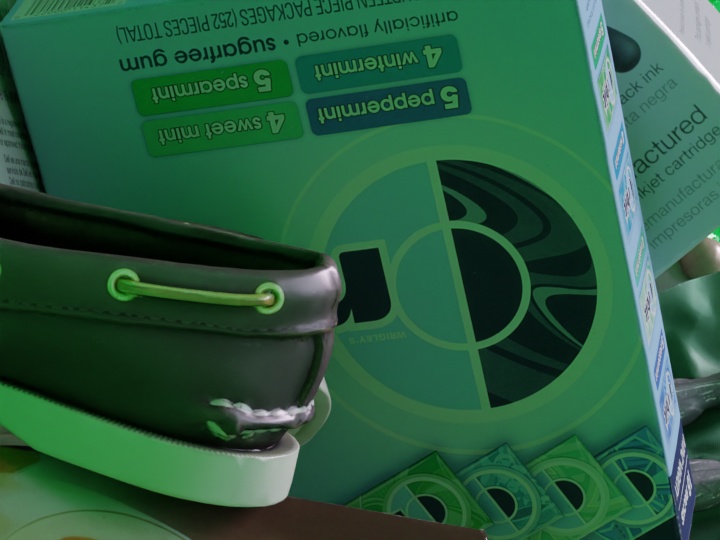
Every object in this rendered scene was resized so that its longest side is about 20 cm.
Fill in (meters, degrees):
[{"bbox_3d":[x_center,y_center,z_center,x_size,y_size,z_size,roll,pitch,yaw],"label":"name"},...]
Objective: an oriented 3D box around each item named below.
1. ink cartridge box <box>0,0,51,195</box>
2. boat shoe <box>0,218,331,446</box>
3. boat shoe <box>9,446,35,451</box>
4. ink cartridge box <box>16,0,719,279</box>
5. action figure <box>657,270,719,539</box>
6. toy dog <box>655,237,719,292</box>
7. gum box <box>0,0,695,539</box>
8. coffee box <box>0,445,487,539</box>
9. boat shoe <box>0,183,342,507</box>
[{"bbox_3d":[-0.149,-0.095,0.912,0.147,0.083,0.200,11,65,-80],"label":"ink cartridge box"},{"bbox_3d":[-0.102,0.009,0.802,0.072,0.200,0.060,-50,-139,44],"label":"boat shoe"},{"bbox_3d":[-0.109,0.075,0.901,0.200,0.074,0.060,46,29,-66],"label":"boat shoe"},{"bbox_3d":[0.015,-0.071,0.926,0.200,0.145,0.084,45,20,-13],"label":"ink cartridge box"},{"bbox_3d":[0.050,0.072,0.988,0.055,0.200,0.118,94,-20,-63],"label":"action figure"},{"bbox_3d":[0.063,-0.055,1.037,0.200,0.096,0.132,22,48,-36],"label":"toy dog"},{"bbox_3d":[0.000,0.000,0.885,0.045,0.170,0.200,-69,149,-62],"label":"gum box"},{"bbox_3d":[-0.069,0.108,0.674,0.114,0.200,0.080,-98,-152,-42],"label":"coffee box"},{"bbox_3d":[-0.104,-0.005,0.691,0.072,0.201,0.061,-65,174,-79],"label":"boat shoe"}]
